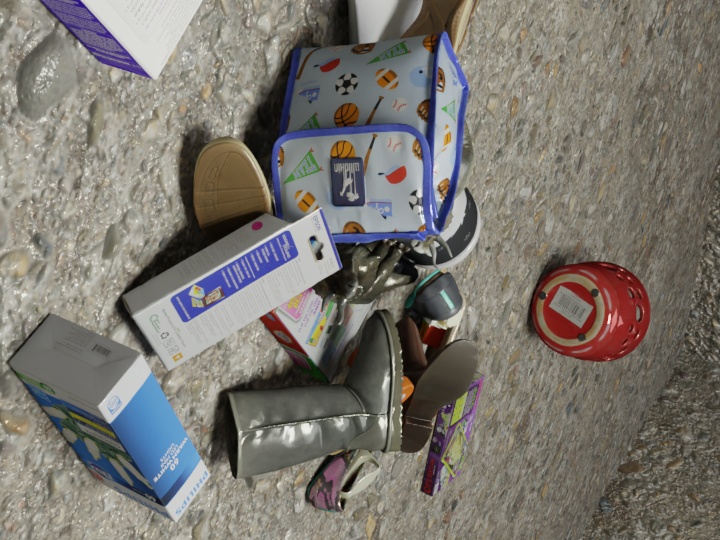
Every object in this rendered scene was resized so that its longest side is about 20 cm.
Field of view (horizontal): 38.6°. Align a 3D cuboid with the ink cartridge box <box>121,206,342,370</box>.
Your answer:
[{"bbox_3d":[-0.117,0.011,0.972,0.200,0.037,0.095,-29,141,-9],"label":"ink cartridge box"}]

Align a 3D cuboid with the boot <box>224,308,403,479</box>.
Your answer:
[{"bbox_3d":[-0.053,0.137,1.158,0.073,0.199,0.182,167,-78,-77],"label":"boot"}]

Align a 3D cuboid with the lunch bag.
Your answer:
[{"bbox_3d":[0.009,-0.123,1.012,0.124,0.170,0.201,47,47,-58],"label":"lunch bag"}]

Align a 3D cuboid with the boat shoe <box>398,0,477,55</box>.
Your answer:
[{"bbox_3d":[0.088,-0.259,1.169,0.201,0.072,0.072,-70,157,-6],"label":"boat shoe"}]

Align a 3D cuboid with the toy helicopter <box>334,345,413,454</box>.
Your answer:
[{"bbox_3d":[-0.021,0.184,1.288,0.132,0.079,0.200,-28,155,-28],"label":"toy helicopter"}]

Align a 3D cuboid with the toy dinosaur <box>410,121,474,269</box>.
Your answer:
[{"bbox_3d":[0.082,-0.110,1.159,0.200,0.102,0.077,-63,-166,-13],"label":"toy dinosaur"}]

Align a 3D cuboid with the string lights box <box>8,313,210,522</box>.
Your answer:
[{"bbox_3d":[-0.212,0.132,0.897,0.059,0.103,0.200,-55,149,-29],"label":"string lights box"}]

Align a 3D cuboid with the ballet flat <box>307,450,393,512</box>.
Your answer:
[{"bbox_3d":[0.004,0.253,1.424,0.200,0.071,0.069,-55,149,-29],"label":"ballet flat"}]

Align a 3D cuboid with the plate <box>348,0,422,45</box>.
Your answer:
[{"bbox_3d":[0.039,-0.279,1.171,0.200,0.032,0.200,-44,143,-43],"label":"plate"}]

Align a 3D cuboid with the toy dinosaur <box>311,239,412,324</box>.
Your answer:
[{"bbox_3d":[0.000,0.000,1.157,0.102,0.077,0.200,-54,165,5],"label":"toy dinosaur"}]

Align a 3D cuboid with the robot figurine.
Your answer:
[{"bbox_3d":[0.075,-0.075,1.283,0.150,0.125,0.200,-34,154,10],"label":"robot figurine"}]

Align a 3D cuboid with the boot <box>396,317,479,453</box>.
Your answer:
[{"bbox_3d":[0.079,0.110,1.345,0.187,0.064,0.200,-58,-159,26],"label":"boot"}]

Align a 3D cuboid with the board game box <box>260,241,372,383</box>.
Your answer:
[{"bbox_3d":[-0.047,0.023,1.205,0.153,0.040,0.200,-60,152,-19],"label":"board game box"}]

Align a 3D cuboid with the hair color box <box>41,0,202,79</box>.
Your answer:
[{"bbox_3d":[-0.190,-0.239,0.732,0.110,0.065,0.200,-63,154,-13],"label":"hair color box"}]

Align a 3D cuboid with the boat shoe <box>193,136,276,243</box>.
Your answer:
[{"bbox_3d":[-0.118,-0.057,1.001,0.200,0.071,0.065,83,1,-45],"label":"boat shoe"}]

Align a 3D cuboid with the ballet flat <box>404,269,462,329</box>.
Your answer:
[{"bbox_3d":[0.096,0.043,1.284,0.200,0.073,0.073,98,14,-85],"label":"ballet flat"}]

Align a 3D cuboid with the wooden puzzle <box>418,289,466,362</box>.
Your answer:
[{"bbox_3d":[0.097,0.119,1.476,0.185,0.046,0.201,-169,-86,-87],"label":"wooden puzzle"}]

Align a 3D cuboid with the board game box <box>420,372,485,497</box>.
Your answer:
[{"bbox_3d":[0.161,0.283,1.791,0.120,0.032,0.201,-16,122,-54],"label":"board game box"}]

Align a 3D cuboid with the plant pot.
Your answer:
[{"bbox_3d":[0.441,0.081,2.003,0.182,0.200,0.201,1,107,-54],"label":"plant pot"}]
